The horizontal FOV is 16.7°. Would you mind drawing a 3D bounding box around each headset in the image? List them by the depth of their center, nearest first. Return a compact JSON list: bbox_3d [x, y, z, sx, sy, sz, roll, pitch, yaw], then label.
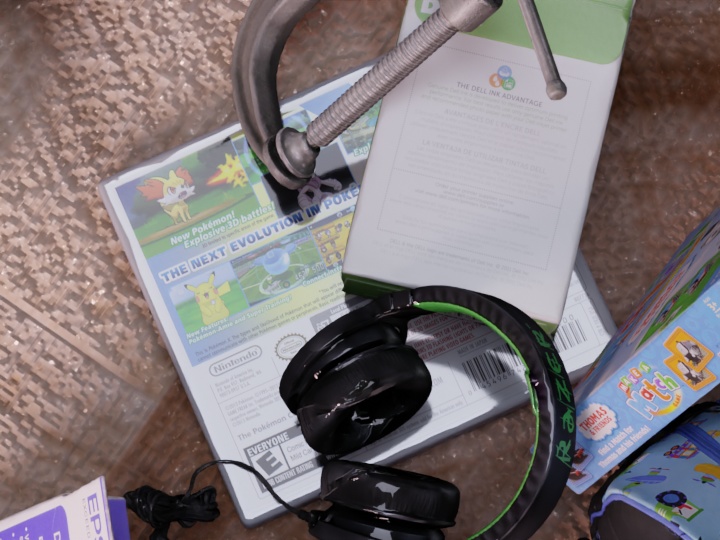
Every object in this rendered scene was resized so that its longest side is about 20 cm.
[{"bbox_3d":[-0.004,0.079,1.078,0.199,0.094,0.124,-21,73,29],"label":"headset"}]

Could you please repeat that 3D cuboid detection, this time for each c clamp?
[{"bbox_3d":[0.005,-0.106,1.105,0.027,0.200,0.172,18,53,-37],"label":"c clamp"}]

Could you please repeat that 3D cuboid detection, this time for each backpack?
[{"bbox_3d":[0.188,0.130,1.048,0.134,0.200,0.183,-42,80,-7],"label":"backpack"}]

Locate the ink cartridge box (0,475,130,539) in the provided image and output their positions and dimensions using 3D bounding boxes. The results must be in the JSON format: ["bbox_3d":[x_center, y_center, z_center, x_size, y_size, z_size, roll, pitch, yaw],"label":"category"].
[{"bbox_3d":[-0.124,0.202,1.049,0.043,0.200,0.199,-1,75,-33],"label":"ink cartridge box"}]

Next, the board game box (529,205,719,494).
[{"bbox_3d":[0.159,0.003,1.052,0.037,0.200,0.151,39,60,1],"label":"board game box"}]

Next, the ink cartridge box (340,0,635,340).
[{"bbox_3d":[0.064,-0.077,1.139,0.103,0.059,0.201,13,81,4],"label":"ink cartridge box"}]

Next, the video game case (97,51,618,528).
[{"bbox_3d":[0.000,0.000,1.169,0.199,0.022,0.183,-24,79,-3],"label":"video game case"}]
